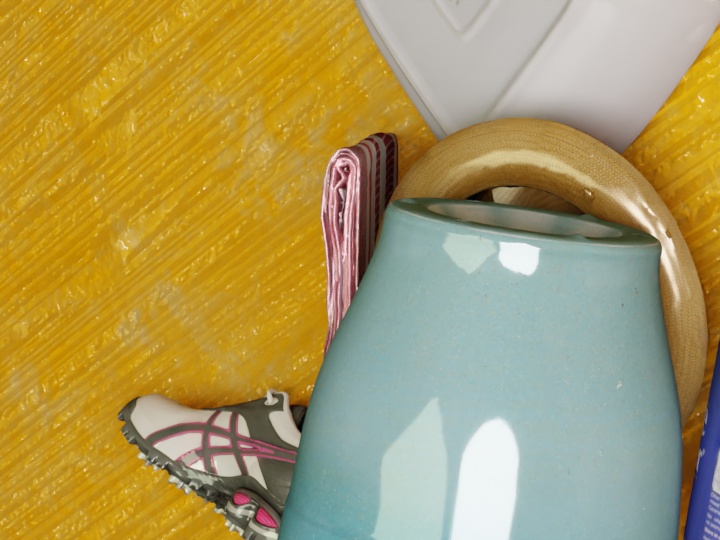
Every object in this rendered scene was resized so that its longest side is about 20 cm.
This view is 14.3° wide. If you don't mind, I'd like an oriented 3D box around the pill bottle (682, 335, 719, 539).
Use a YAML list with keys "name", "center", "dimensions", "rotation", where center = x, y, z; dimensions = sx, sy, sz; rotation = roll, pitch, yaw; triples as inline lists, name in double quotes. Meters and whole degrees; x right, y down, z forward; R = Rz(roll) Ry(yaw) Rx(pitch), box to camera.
- name: "pill bottle"
  center: [0.221, 0.066, 1.365]
  dimensions: [0.112, 0.112, 0.201]
  rotation: [21, 108, 43]

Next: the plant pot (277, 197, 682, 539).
- name: "plant pot"
  center: [0.065, 0.065, 1.374]
  dimensions: [0.200, 0.200, 0.188]
  rotation: [14, 100, 44]

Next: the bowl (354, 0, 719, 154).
- name: "bowl"
  center: [0.078, -0.151, 1.524]
  dimensions: [0.200, 0.075, 0.200]
  rotation: [-52, 57, 37]

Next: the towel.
- name: "towel"
  center: [0.000, 0.000, 1.550]
  dimensions: [0.023, 0.200, 0.144]
  rotation: [3, 96, 6]

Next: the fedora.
- name: "fedora"
  center: [0.103, 0.012, 1.488]
  dimensions: [0.200, 0.082, 0.201]
  rotation: [10, 112, 26]

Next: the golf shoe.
- name: "golf shoe"
  center: [-0.066, 0.109, 1.709]
  dimensions: [0.200, 0.077, 0.088]
  rotation: [30, 86, 45]
